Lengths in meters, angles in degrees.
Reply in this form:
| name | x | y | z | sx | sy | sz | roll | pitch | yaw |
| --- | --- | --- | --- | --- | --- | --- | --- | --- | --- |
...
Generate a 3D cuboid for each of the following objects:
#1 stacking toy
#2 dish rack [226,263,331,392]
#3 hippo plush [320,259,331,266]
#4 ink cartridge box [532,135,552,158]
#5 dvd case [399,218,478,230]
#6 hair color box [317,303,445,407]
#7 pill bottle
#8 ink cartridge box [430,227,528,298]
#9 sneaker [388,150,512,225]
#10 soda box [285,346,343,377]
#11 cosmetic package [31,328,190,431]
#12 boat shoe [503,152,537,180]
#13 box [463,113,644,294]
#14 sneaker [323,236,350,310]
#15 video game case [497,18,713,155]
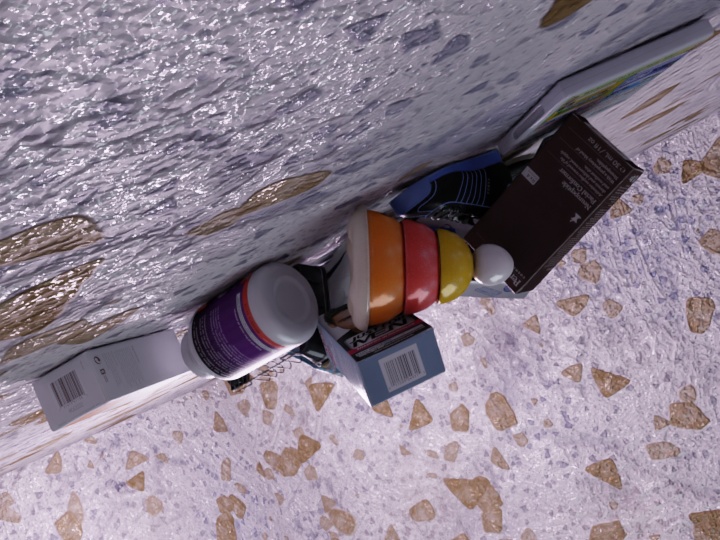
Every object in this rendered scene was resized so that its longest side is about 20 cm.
| name | x | y | z | sx | sy | sz | roll | pitch | yaw |
| --- | --- | --- | --- | --- | --- | --- | --- | --- | --- |
| stacking toy | 0.082 | -0.004 | 0.846 | 0.196 | 0.149 | 0.146 | -1 | 173 | -3 |
| dish rack | -0.129 | 0.090 | 1.056 | 0.199 | 0.155 | 0.054 | -31 | 142 | 33 |
| hippo plush | 0.007 | 0.042 | 1.186 | 0.198 | 0.163 | 0.159 | -25 | 175 | -19 |
| ink cartridge box | 0.244 | -0.106 | 0.997 | 0.202 | 0.044 | 0.094 | -61 | -179 | -10 |
| dvd case | 0.140 | -0.063 | 1.095 | 0.149 | 0.025 | 0.199 | 22 | 136 | -38 |
| hair color box | 0.018 | 0.090 | 0.889 | 0.098 | 0.061 | 0.200 | -23 | -164 | -13 |
| pill bottle | -0.156 | 0.077 | 0.966 | 0.199 | 0.114 | 0.112 | -29 | 174 | 35 |
| ink cartridge box | 0.149 | -0.012 | 1.051 | 0.197 | 0.095 | 0.044 | 2 | 144 | -15 |
| sneaker | 0.126 | -0.092 | 0.909 | 0.198 | 0.079 | 0.070 | -24 | 175 | -33 |
| soda box | -0.095 | 0.096 | 1.102 | 0.063 | 0.069 | 0.199 | 24 | 177 | -43 |
| cosmetic package | -0.334 | 0.146 | 0.984 | 0.100 | 0.072 | 0.200 | -28 | 176 | 18 |
| boat shoe | 0.198 | -0.117 | 1.115 | 0.198 | 0.068 | 0.072 | -31 | 172 | 25 |
| box | 0.230 | -0.078 | 0.864 | 0.201 | 0.100 | 0.075 | -52 | 158 | 24 |
| sneaker | 0.000 | 0.000 | 1.059 | 0.076 | 0.081 | 0.200 | -15 | 153 | -44 |
| video game case | 0.275 | -0.207 | 0.830 | 0.198 | 0.022 | 0.182 | -25 | 175 | -13 |
